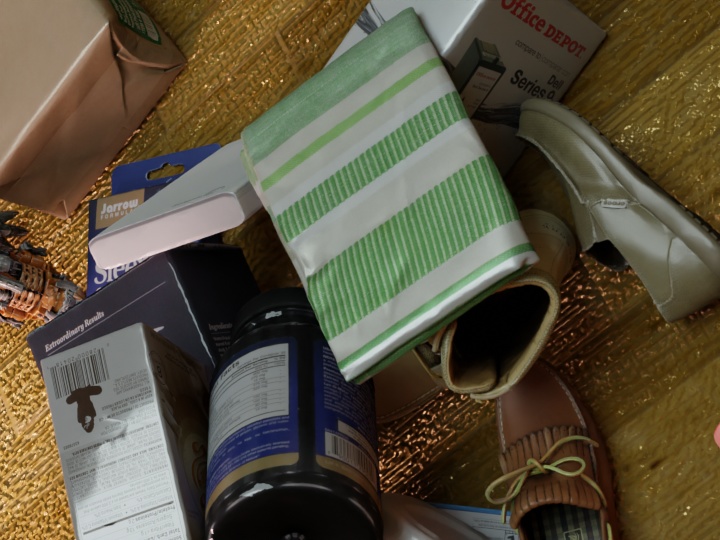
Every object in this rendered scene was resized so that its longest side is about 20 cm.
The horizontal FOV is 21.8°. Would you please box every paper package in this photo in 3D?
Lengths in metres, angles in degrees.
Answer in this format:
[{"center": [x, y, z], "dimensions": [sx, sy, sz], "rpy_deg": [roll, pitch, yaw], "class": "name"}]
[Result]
[{"center": [-0.273, -0.177, 1.554], "dimensions": [0.191, 0.103, 0.200], "rpy_deg": [-50, 55, 15], "class": "paper package"}]

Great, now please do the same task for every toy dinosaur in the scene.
[{"center": [-0.315, -0.009, 1.516], "dimensions": [0.200, 0.136, 0.102], "rpy_deg": [41, 87, -7], "class": "toy dinosaur"}]

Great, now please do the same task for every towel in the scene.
[{"center": [0.013, -0.047, 1.182], "dimensions": [0.152, 0.023, 0.201], "rpy_deg": [-35, 60, 16], "class": "towel"}]

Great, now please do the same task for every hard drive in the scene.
[{"center": [-0.093, -0.064, 1.351], "dimensions": [0.131, 0.200, 0.027], "rpy_deg": [-17, 105, 31], "class": "hard drive"}]

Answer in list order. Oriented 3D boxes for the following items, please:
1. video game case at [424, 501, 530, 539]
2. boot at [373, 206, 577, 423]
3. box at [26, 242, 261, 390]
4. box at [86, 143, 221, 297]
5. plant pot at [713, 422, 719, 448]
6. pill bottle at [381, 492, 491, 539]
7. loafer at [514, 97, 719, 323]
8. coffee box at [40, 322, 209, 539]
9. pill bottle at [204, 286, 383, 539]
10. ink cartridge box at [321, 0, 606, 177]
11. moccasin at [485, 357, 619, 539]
[{"center": [0.048, 0.260, 1.270], "dimensions": [0.142, 0.018, 0.202], "rpy_deg": [2, 79, 35], "class": "video game case"}, {"center": [0.058, 0.051, 1.230], "dimensions": [0.199, 0.156, 0.073], "rpy_deg": [-39, 99, 18], "class": "boot"}, {"center": [-0.128, 0.100, 1.354], "dimensions": [0.147, 0.104, 0.202], "rpy_deg": [-29, 77, 26], "class": "box"}, {"center": [-0.164, 0.002, 1.477], "dimensions": [0.120, 0.032, 0.202], "rpy_deg": [-10, 72, 33], "class": "box"}, {"center": [0.321, 0.118, 1.015], "dimensions": [0.200, 0.200, 0.178], "rpy_deg": [-36, 69, 23], "class": "plant pot"}, {"center": [0.014, 0.257, 1.213], "dimensions": [0.112, 0.112, 0.201], "rpy_deg": [31, 97, 36], "class": "pill bottle"}, {"center": [0.163, -0.041, 1.226], "dimensions": [0.068, 0.076, 0.200], "rpy_deg": [-50, 55, 7], "class": "loafer"}, {"center": [-0.132, 0.151, 1.206], "dimensions": [0.079, 0.114, 0.202], "rpy_deg": [-20, 69, 11], "class": "coffee box"}, {"center": [-0.043, 0.106, 1.205], "dimensions": [0.111, 0.112, 0.201], "rpy_deg": [-36, 31, 23], "class": "pill bottle"}, {"center": [0.054, -0.124, 1.280], "dimensions": [0.084, 0.145, 0.201], "rpy_deg": [44, 105, 35], "class": "ink cartridge box"}, {"center": [0.123, 0.152, 1.198], "dimensions": [0.073, 0.078, 0.204], "rpy_deg": [-11, 71, 15], "class": "moccasin"}]
